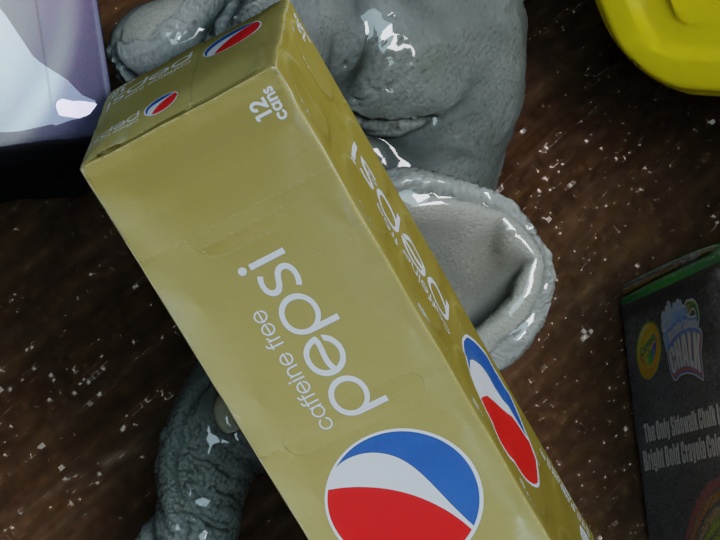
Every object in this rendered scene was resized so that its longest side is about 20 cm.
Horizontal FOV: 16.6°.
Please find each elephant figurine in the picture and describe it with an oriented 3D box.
[{"bbox_3d":[0.000,0.000,0.805,0.141,0.155,0.200,-21,99,-55],"label":"elephant figurine"}]

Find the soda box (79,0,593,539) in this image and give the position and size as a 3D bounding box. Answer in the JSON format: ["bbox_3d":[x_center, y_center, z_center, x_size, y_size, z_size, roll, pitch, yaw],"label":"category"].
[{"bbox_3d":[-0.002,0.027,0.719,0.064,0.068,0.200,-27,109,12],"label":"soda box"}]

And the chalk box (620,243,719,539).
[{"bbox_3d":[0.165,0.047,0.816,0.123,0.124,0.201,-4,84,-11],"label":"chalk box"}]

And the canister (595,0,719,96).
[{"bbox_3d":[0.181,-0.142,0.805,0.200,0.148,0.087,-46,124,-33],"label":"canister"}]

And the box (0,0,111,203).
[{"bbox_3d":[-0.190,-0.116,0.775,0.198,0.123,0.200,-9,84,-13],"label":"box"}]
